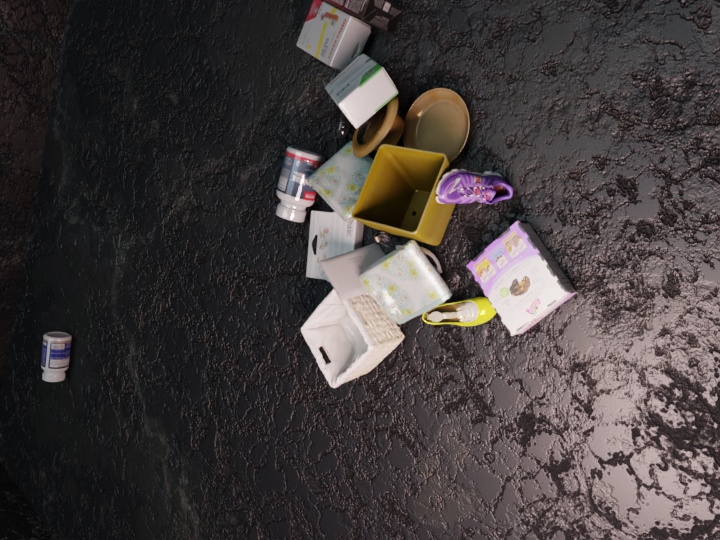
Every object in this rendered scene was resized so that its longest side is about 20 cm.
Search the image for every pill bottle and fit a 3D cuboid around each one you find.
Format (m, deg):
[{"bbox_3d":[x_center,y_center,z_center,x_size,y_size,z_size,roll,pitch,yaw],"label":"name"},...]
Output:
[{"bbox_3d":[-0.183,-0.253,1.829,0.118,0.119,0.204,25,106,35],"label":"pill bottle"},{"bbox_3d":[-1.351,0.382,2.744,0.114,0.115,0.204,15,98,36],"label":"pill bottle"}]

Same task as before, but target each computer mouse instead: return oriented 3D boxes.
[{"bbox_3d":[0.126,-0.051,1.586,0.197,0.110,0.045,27,86,0],"label":"computer mouse"},{"bbox_3d":[-0.035,-0.473,1.766,0.033,0.059,0.204,10,94,-4],"label":"computer mouse"}]

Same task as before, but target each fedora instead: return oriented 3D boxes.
[{"bbox_3d":[0.057,-0.371,1.639,0.200,0.081,0.203,-42,35,37],"label":"fedora"}]

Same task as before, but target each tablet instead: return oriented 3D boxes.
[{"bbox_3d":[0.000,0.000,1.645,0.131,0.197,0.014,56,145,22],"label":"tablet"}]

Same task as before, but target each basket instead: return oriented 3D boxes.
[{"bbox_3d":[-0.023,0.172,1.670,0.200,0.159,0.200,-47,64,32],"label":"basket"}]

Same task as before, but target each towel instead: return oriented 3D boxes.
[{"bbox_3d":[-0.028,-0.243,1.692,0.170,0.048,0.200,-39,62,-8],"label":"towel"},{"bbox_3d":[0.109,0.036,1.557,0.199,0.048,0.172,-31,104,37],"label":"towel"}]

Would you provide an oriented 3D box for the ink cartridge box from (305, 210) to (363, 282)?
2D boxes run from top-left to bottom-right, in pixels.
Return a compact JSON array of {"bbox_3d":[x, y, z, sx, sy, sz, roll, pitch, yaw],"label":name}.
[{"bbox_3d":[-0.075,-0.068,1.793,0.171,0.043,0.205,9,96,38],"label":"ink cartridge box"}]

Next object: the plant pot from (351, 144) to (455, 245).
[{"bbox_3d":[0.130,-0.168,1.529,0.198,0.176,0.203,17,80,37],"label":"plant pot"}]

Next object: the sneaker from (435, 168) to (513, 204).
[{"bbox_3d":[0.266,-0.189,1.427,0.084,0.196,0.082,-131,37,-56],"label":"sneaker"}]

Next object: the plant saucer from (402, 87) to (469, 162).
[{"bbox_3d":[0.199,-0.359,1.583,0.197,0.035,0.205,0,90,39],"label":"plant saucer"}]

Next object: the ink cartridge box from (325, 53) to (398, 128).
[{"bbox_3d":[-0.001,-0.476,1.628,0.145,0.084,0.201,-38,31,8],"label":"ink cartridge box"}]

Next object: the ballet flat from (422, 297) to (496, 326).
[{"bbox_3d":[0.239,0.107,1.532,0.197,0.066,0.068,-9,87,37],"label":"ballet flat"}]

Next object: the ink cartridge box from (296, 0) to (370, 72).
[{"bbox_3d":[-0.079,-0.663,1.750,0.200,0.082,0.147,43,115,40],"label":"ink cartridge box"}]

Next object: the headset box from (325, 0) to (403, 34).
[{"bbox_3d":[-0.004,-0.724,1.670,0.199,0.147,0.076,39,113,30],"label":"headset box"}]

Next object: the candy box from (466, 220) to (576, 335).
[{"bbox_3d":[0.368,0.019,1.429,0.168,0.071,0.202,-43,65,29],"label":"candy box"}]
